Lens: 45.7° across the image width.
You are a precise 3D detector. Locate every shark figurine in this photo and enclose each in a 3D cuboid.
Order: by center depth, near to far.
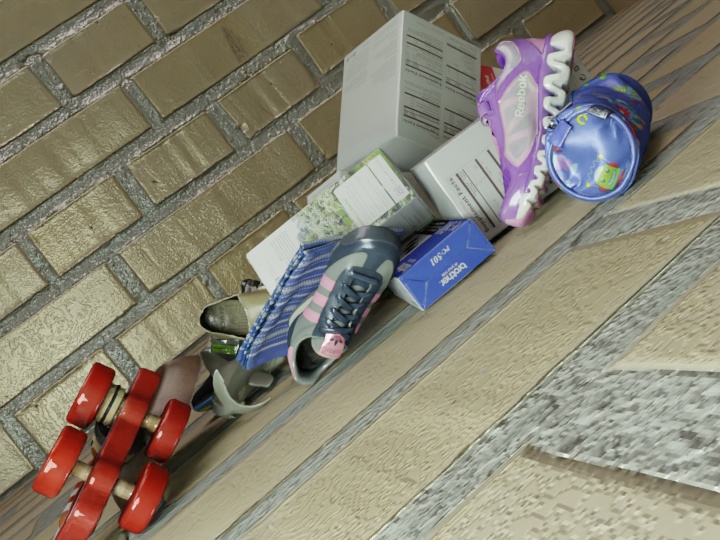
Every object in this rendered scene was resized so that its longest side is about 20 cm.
[{"bbox_3d":[-0.165,0.132,1.043,0.128,0.090,0.215,-40,6,15],"label":"shark figurine"}]

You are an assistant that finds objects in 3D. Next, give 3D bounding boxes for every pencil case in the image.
[{"bbox_3d":[0.215,-0.126,0.770,0.078,0.087,0.200,-53,-4,30],"label":"pencil case"}]

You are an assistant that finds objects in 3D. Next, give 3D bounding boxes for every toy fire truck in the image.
[{"bbox_3d":[-0.264,0.202,0.870,0.168,0.112,0.200,-52,17,36],"label":"toy fire truck"}]

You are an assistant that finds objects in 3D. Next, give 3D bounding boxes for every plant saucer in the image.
[{"bbox_3d":[-0.254,0.185,1.021,0.201,0.037,0.201,-51,20,27],"label":"plant saucer"}]

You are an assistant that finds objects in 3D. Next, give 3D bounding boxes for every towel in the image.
[{"bbox_3d":[-0.046,0.033,0.945,0.144,0.024,0.200,-12,-33,-42],"label":"towel"}]

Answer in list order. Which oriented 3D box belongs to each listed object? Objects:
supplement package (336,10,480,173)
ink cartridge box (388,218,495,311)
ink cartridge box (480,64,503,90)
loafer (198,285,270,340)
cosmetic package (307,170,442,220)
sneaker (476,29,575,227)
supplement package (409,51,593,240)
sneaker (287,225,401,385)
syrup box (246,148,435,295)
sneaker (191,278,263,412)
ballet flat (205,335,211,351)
[{"bbox_3d":[0.071,-0.232,1.245,0.152,0.150,0.201,-24,57,52],"label":"supplement package"},{"bbox_3d":[0.074,-0.010,0.919,0.094,0.044,0.200,-39,6,-2],"label":"ink cartridge box"},{"bbox_3d":[0.209,-0.250,1.384,0.199,0.085,0.145,0,-22,-40],"label":"ink cartridge box"},{"bbox_3d":[-0.116,0.057,1.064,0.199,0.076,0.067,-13,3,22],"label":"loafer"},{"bbox_3d":[0.038,-0.088,1.178,0.199,0.074,0.102,-1,-15,-31],"label":"cosmetic package"},{"bbox_3d":[0.155,-0.144,0.850,0.080,0.088,0.201,40,-119,-77],"label":"sneaker"},{"bbox_3d":[0.170,-0.130,0.945,0.200,0.110,0.114,-37,4,-2],"label":"supplement package"},{"bbox_3d":[-0.016,0.041,0.844,0.200,0.070,0.082,123,156,-44],"label":"sneaker"},{"bbox_3d":[-0.023,-0.037,0.973,0.200,0.079,0.081,-39,-25,7],"label":"syrup box"},{"bbox_3d":[-0.173,0.102,1.158,0.200,0.082,0.071,-61,-16,4],"label":"sneaker"},{"bbox_3d":[-0.138,0.072,1.253,0.200,0.072,0.072,-36,4,-35],"label":"ballet flat"}]
